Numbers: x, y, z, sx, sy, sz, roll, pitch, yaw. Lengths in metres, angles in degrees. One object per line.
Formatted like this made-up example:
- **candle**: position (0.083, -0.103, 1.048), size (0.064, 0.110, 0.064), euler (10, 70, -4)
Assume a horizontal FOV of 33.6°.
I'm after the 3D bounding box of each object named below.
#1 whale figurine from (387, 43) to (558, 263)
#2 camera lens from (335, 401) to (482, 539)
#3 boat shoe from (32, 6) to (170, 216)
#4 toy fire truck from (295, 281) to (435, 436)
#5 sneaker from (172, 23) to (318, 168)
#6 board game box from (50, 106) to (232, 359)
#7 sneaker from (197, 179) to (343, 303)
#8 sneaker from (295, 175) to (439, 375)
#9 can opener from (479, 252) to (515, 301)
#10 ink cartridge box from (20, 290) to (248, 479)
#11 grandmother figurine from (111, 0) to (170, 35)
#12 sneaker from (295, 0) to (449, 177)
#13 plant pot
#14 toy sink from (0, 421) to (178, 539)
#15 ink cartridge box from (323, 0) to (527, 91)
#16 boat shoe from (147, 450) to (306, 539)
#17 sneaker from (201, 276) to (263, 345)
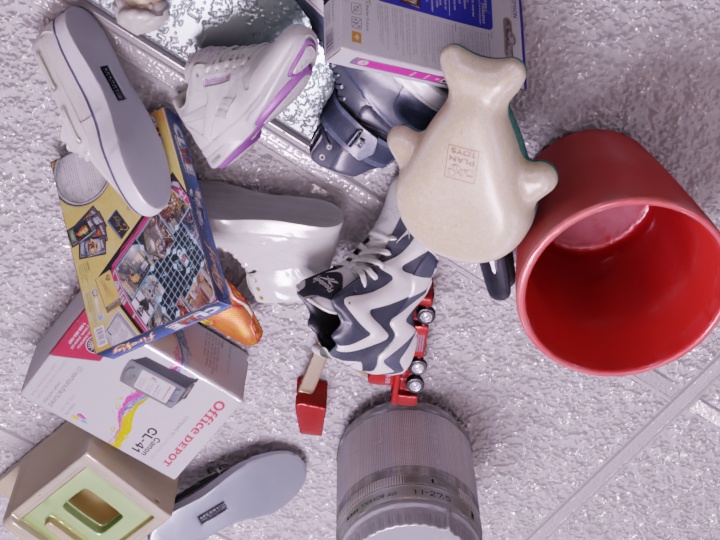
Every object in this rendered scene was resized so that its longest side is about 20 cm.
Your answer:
- **whale figurine**: position (0.103, -0.108, 1.053), size (0.157, 0.104, 0.203), euler (15, 126, 17)
- **camera lens**: position (0.051, 0.257, 1.309), size (0.157, 0.201, 0.162), euler (0, 124, 0)
- **boat shoe**: position (-0.243, -0.136, 1.096), size (0.069, 0.071, 0.202), euler (-26, 93, 28)
- **toy fire truck**: position (0.003, 0.091, 1.290), size (0.138, 0.049, 0.203), euler (5, 122, -2)
- **sneaker**: position (-0.112, -0.170, 1.073), size (0.100, 0.075, 0.199), euler (50, 138, -3)
- **board game box**: position (-0.210, -0.036, 1.131), size (0.134, 0.203, 0.035), euler (-22, 162, 14)
- **sneaker**: position (-0.122, -0.021, 1.202), size (0.196, 0.074, 0.117), euler (10, 126, -2)
- **sneaker**: position (0.000, 0.000, 1.161), size (0.128, 0.079, 0.203), euler (6, 104, -36)
- **can opener**: position (0.121, -0.065, 1.180), size (0.077, 0.064, 0.202), euler (-4, 121, 31)
- **ink cartridge box**: position (-0.240, 0.112, 1.280), size (0.199, 0.086, 0.148), euler (33, 117, -19)
- **grandmother figurine**: position (-0.178, -0.297, 1.033), size (0.120, 0.061, 0.202), euler (28, 126, 14)
- **sneaker**: position (-0.026, -0.179, 1.098), size (0.202, 0.077, 0.146), euler (41, 123, -13)
- **plant pot**: position (0.234, -0.030, 1.135), size (0.196, 0.178, 0.203), euler (-1, 124, -2)
- **toy sink**: position (-0.322, 0.263, 1.362), size (0.199, 0.113, 0.130), euler (-36, 117, 21)
- **ink cartridge box**: position (0.058, -0.215, 1.045), size (0.197, 0.097, 0.037), euler (6, 164, -28)
- **boat shoe**: position (-0.158, 0.264, 1.391), size (0.198, 0.068, 0.074), euler (-32, 110, -10)
- **sneaker**: position (-0.186, 0.021, 1.218), size (0.199, 0.078, 0.073), euler (38, 161, -15)
